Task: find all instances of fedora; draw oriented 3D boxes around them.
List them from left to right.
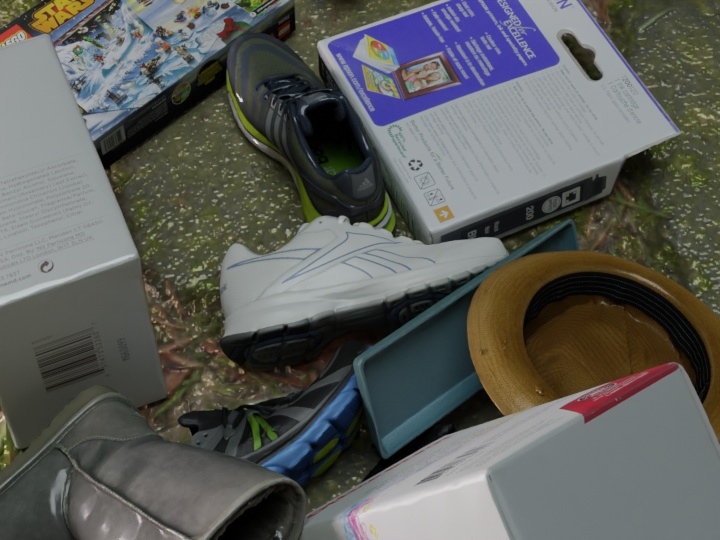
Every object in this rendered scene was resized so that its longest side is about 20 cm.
[{"bbox_3d":[0.146,0.074,0.983,0.198,0.082,0.202,10,39,-8],"label":"fedora"}]

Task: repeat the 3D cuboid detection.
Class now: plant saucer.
[{"bbox_3d":[0.072,0.039,1.018,0.199,0.071,0.019,-31,30,-33],"label":"plant saucer"}]

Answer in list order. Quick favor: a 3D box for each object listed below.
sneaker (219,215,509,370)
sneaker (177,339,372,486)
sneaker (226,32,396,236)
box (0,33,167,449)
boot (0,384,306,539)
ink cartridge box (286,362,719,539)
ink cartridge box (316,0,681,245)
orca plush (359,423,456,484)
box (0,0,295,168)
[{"bbox_3d":[0.000,0.000,1.052,0.198,0.075,0.088,-11,63,-8],"label":"sneaker"},{"bbox_3d":[-0.066,0.103,0.985,0.199,0.071,0.083,-39,68,-21],"label":"sneaker"},{"bbox_3d":[-0.034,-0.106,1.132,0.073,0.081,0.201,-25,58,-19],"label":"sneaker"},{"bbox_3d":[-0.209,-0.020,1.028,0.105,0.153,0.201,-19,56,-12],"label":"box"},{"bbox_3d":[-0.136,0.157,0.883,0.199,0.073,0.183,27,78,47],"label":"boot"},{"bbox_3d":[0.081,0.156,0.825,0.144,0.199,0.146,-24,89,-36],"label":"ink cartridge box"},{"bbox_3d":[0.096,-0.120,1.163,0.198,0.044,0.199,-21,56,-12],"label":"ink cartridge box"},{"bbox_3d":[0.024,0.169,0.934,0.104,0.071,0.201,14,55,11],"label":"orca plush"},{"bbox_3d":[-0.165,-0.176,1.212,0.200,0.040,0.137,-39,63,-24],"label":"box"}]
